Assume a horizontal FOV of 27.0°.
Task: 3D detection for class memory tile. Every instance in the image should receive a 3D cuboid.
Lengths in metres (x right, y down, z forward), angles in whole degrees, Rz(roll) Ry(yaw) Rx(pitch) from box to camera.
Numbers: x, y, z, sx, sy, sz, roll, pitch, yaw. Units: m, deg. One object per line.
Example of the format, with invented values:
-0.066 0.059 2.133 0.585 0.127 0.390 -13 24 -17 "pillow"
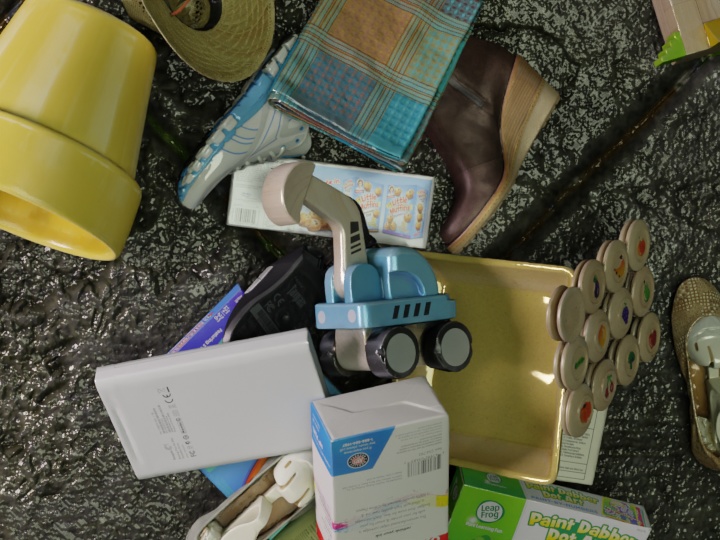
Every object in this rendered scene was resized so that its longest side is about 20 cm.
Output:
0.232 0.051 1.405 0.200 0.017 0.155 -37 124 -46 "memory tile"

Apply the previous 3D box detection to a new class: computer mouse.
-0.047 0.037 1.435 0.200 0.046 0.141 -51 124 -16 "computer mouse"

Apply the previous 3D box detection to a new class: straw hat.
-0.174 -0.262 1.386 0.085 0.201 0.203 -13 101 35 "straw hat"

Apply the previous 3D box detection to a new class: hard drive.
-0.129 0.125 1.384 0.198 0.026 0.133 -11 128 7 "hard drive"

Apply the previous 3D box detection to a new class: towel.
0.016 -0.205 1.404 0.146 0.022 0.201 26 68 1 "towel"

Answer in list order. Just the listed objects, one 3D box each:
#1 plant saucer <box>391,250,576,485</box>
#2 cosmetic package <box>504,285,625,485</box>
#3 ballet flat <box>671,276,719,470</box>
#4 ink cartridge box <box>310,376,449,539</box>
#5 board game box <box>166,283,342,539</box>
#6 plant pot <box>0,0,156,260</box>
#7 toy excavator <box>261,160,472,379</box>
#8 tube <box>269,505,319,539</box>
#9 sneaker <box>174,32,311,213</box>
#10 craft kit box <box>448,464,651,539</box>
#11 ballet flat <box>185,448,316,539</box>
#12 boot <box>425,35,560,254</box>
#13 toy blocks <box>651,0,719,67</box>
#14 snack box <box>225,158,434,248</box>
0.124 0.090 1.444 0.048 0.199 0.202 5 92 -51 "plant saucer"
0.194 0.102 1.493 0.104 0.071 0.202 11 95 -9 "cosmetic package"
0.362 0.107 1.522 0.070 0.065 0.202 -13 98 -7 "ballet flat"
0.019 0.208 1.398 0.115 0.067 0.202 -11 122 -16 "ink cartridge box"
-0.104 0.138 1.465 0.152 0.045 0.200 -45 101 -2 "board game box"
-0.274 -0.134 1.342 0.199 0.201 0.190 23 78 -10 "plant pot"
0.000 0.000 1.386 0.193 0.100 0.202 -4 89 -37 "toy excavator"
-0.019 0.242 1.470 0.200 0.058 0.052 -40 64 8 "tube"
-0.094 -0.124 1.408 0.087 0.075 0.200 41 76 -14 "sneaker"
0.161 0.301 1.492 0.198 0.049 0.199 14 112 -10 "craft kit box"
-0.081 0.219 1.422 0.200 0.064 0.068 -40 101 -3 "ballet flat"
0.081 -0.136 1.453 0.165 0.072 0.201 30 82 -2 "boot"
0.362 -0.292 1.473 0.198 0.100 0.138 -16 87 -6 "toy blocks"
-0.029 -0.068 1.463 0.198 0.024 0.073 7 93 -9 "snack box"
